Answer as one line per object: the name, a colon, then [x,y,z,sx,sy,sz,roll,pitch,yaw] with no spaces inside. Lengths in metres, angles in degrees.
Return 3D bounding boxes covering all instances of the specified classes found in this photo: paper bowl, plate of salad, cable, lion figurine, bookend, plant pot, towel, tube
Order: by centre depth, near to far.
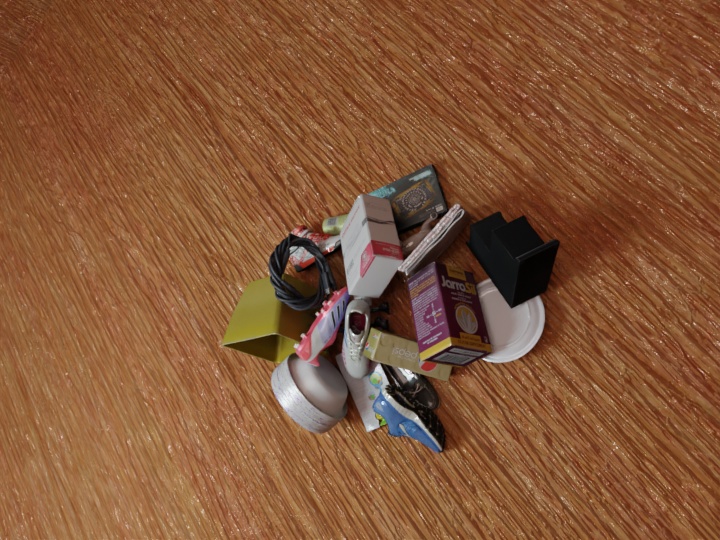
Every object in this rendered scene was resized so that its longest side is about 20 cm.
bookend: [0.313,-0.058,1.192,0.092,0.199,0.200,-26,58,-6]
plate of salad: [0.318,0.110,1.267,0.199,0.048,0.201,-13,64,28]
towel: [0.178,-0.064,1.290,0.032,0.191,0.200,44,101,12]
paper bowl: [-0.110,0.284,1.359,0.104,0.200,0.201,-44,65,12]
cable: [-0.150,0.003,1.372,0.051,0.163,0.201,-42,65,58]
lion figurine: [0.131,-0.071,1.374,0.199,0.122,0.073,-25,81,4]
plant pot: [-0.207,0.120,1.441,0.199,0.200,0.177,-16,60,35]
tube: [-0.006,-0.122,1.455,0.199,0.058,0.052,-6,40,35]

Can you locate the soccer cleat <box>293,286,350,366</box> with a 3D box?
soccer cleat: [-0.076,0.130,1.322,0.076,0.067,0.200,39,78,-11]

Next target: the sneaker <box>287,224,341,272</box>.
sneaker: [-0.122,-0.079,1.478,0.201,0.067,0.108,-29,86,37]

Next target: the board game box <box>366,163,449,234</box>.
board game box: [0.115,-0.171,1.430,0.199,0.028,0.136,-22,71,22]

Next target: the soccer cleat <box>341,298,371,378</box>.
soccer cleat: [-0.012,0.167,1.298,0.070,0.086,0.201,1,104,4]

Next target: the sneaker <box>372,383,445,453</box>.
sneaker: [0.111,0.350,1.288,0.200,0.079,0.089,41,115,-1]

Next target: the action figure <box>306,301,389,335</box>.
action figure: [-0.027,0.130,1.391,0.199,0.102,0.119,-6,52,9]

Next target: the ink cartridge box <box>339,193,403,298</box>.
ink cartridge box: [0.021,-0.058,1.315,0.146,0.084,0.201,121,148,-42]

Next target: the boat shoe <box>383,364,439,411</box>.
boat shoe: [0.107,0.257,1.338,0.067,0.057,0.200,-47,64,11]

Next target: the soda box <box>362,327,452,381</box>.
soda box: [0.112,0.191,1.275,0.064,0.199,0.068,13,84,70]

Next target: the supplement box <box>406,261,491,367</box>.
supplement box: [0.195,0.100,1.245,0.103,0.131,0.201,-39,49,43]

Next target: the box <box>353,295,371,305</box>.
box: [0.000,0.000,1.402,0.039,0.042,0.201,-11,50,8]

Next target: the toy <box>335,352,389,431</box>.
toy: [0.028,0.280,1.375,0.115,0.047,0.201,-30,76,28]
